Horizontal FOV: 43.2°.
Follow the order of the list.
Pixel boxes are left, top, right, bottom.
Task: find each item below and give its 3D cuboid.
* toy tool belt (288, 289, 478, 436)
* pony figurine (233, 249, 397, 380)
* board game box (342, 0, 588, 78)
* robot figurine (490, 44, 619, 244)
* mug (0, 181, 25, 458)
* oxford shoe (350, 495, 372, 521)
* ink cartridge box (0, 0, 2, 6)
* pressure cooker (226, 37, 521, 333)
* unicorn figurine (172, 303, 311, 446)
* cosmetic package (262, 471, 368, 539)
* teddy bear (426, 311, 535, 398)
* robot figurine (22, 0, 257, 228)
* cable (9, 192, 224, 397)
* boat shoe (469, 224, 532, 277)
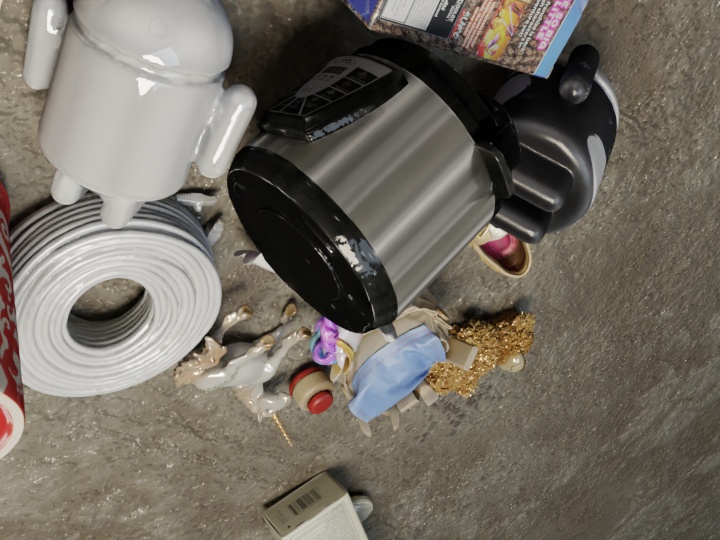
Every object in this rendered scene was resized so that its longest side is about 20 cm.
[{"bbox_3d":[0.023,0.112,0.982,0.200,0.123,0.125,-42,148,7],"label":"toy tool belt"},{"bbox_3d":[0.000,0.000,0.858,0.202,0.165,0.193,-57,153,-7],"label":"pony figurine"},{"bbox_3d":[0.094,-0.261,0.711,0.198,0.097,0.161,5,125,-37],"label":"board game box"},{"bbox_3d":[0.165,-0.116,0.834,0.149,0.201,0.126,-14,121,38],"label":"robot figurine"},{"bbox_3d":[-0.307,0.021,0.603,0.132,0.202,0.178,-31,144,9],"label":"mug"},{"bbox_3d":[-0.065,0.374,1.228,0.198,0.058,0.076,-30,137,-10],"label":"oxford shoe"},{"bbox_3d":[-0.325,-0.140,0.571,0.160,0.050,0.202,6,121,-38],"label":"ink cartridge box"},{"bbox_3d":[0.017,-0.076,0.702,0.200,0.176,0.179,-43,172,-19],"label":"pressure cooker"},{"bbox_3d":[-0.112,0.097,0.928,0.199,0.074,0.137,20,123,-43],"label":"unicorn figurine"},{"bbox_3d":[-0.037,0.375,1.168,0.103,0.073,0.202,-28,115,-20],"label":"cosmetic package"},{"bbox_3d":[0.128,0.110,1.107,0.197,0.067,0.146,-2,132,-32],"label":"teddy bear"},{"bbox_3d":[-0.159,-0.131,0.644,0.168,0.113,0.202,24,118,-8],"label":"robot figurine"},{"bbox_3d":[-0.217,0.024,0.783,0.198,0.069,0.202,2,127,-36],"label":"cable"},{"bbox_3d":[0.135,-0.059,0.950,0.073,0.069,0.200,-40,139,5],"label":"boat shoe"}]
